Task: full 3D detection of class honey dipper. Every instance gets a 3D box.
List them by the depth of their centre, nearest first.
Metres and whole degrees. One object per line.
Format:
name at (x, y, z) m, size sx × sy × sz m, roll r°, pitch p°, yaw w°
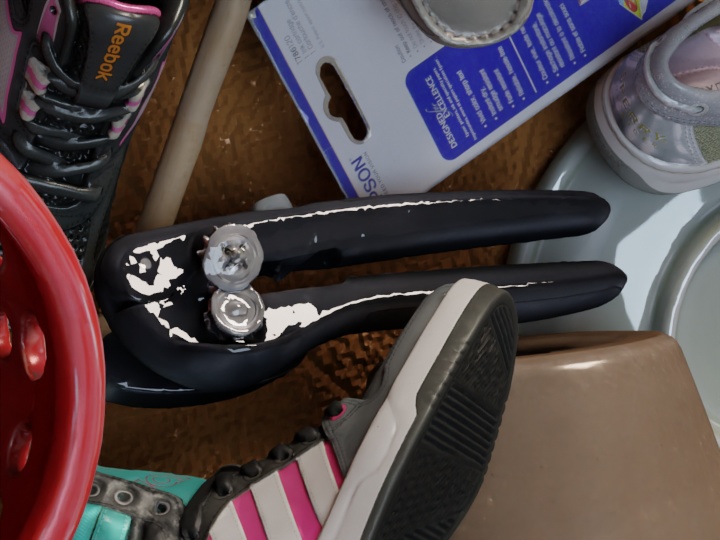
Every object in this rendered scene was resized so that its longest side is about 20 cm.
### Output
honey dipper at (-0.058, -0.052, 0.999) m, size 0.038 × 0.038 × 0.201 m, roll 10°, pitch 115°, yaw -28°

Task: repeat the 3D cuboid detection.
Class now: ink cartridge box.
ink cartridge box at (0.051, -0.109, 1.062) m, size 0.199 × 0.039 × 0.100 m, roll -35°, pitch 115°, yaw -16°

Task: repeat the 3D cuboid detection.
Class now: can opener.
can opener at (0.000, 0.000, 1.019) m, size 0.199 × 0.079 × 0.064 m, roll -13°, pitch 84°, yaw -20°

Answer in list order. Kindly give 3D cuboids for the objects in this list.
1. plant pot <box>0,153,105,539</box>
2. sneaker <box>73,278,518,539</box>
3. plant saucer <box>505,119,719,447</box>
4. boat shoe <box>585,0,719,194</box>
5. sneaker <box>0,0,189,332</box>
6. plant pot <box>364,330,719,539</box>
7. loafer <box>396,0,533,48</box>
plant pot at (-0.199, 0.024, 0.886) m, size 0.199 × 0.182 × 0.202 m, roll -7°, pitch 106°, yaw -25°
sneaker at (-0.037, 0.077, 0.964) m, size 0.201 × 0.120 × 0.084 m, roll -60°, pitch 155°, yaw -19°
plant saucer at (0.150, 0.017, 1.138) m, size 0.199 × 0.050 × 0.202 m, roll -7°, pitch 106°, yaw -25°
boat shoe at (0.177, -0.089, 1.098) m, size 0.201 × 0.065 × 0.075 m, roll -20°, pitch 76°, yaw -25°
sneaker at (-0.098, -0.073, 0.968) m, size 0.080 × 0.086 × 0.202 m, roll 4°, pitch 102°, yaw -26°
plant pot at (0.069, 0.114, 1.052) m, size 0.199 × 0.200 × 0.176 m, roll -7°, pitch 92°, yaw -25°
loafer at (0.023, -0.156, 0.949) m, size 0.069 × 0.070 × 0.201 m, roll -19°, pitch 122°, yaw -4°
